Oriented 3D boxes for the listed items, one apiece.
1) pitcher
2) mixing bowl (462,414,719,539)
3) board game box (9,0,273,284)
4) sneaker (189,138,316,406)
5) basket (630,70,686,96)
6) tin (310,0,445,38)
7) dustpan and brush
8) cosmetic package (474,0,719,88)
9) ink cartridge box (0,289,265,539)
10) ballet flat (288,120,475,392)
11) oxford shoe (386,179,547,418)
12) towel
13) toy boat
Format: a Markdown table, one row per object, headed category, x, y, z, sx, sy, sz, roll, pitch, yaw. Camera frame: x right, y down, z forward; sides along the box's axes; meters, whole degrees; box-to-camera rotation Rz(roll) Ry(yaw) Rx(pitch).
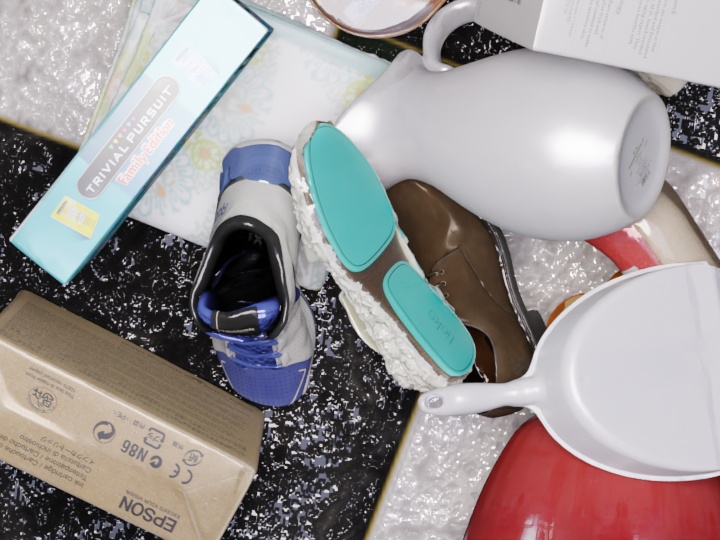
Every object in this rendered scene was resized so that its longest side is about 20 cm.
| category | x | y | z | sx | sy | sz | roll | pitch | yaw |
| --- | --- | --- | --- | --- | --- | --- | --- | --- | --- |
| pitcher | 0.104 | -0.107 | 1.148 | 0.199 | 0.121 | 0.172 | 12 | 63 | 33 |
| mixing bowl | 0.170 | 0.153 | 1.209 | 0.199 | 0.200 | 0.109 | 7 | 81 | -3 |
| board game box | -0.137 | -0.092 | 1.135 | 0.047 | 0.151 | 0.200 | 38 | 95 | -6 |
| sneaker | -0.078 | 0.024 | 1.176 | 0.080 | 0.115 | 0.200 | 7 | 128 | 8 |
| basket | 0.157 | -0.221 | 1.168 | 0.200 | 0.123 | 0.136 | 36 | 94 | -22 |
| tin | 0.041 | -0.251 | 1.228 | 0.112 | 0.042 | 0.200 | 44 | 93 | -10 |
| dustpan and brush | 0.138 | 0.073 | 1.126 | 0.199 | 0.057 | 0.140 | -5 | 81 | -16 |
| cosmetic package | 0.183 | -0.163 | 1.070 | 0.199 | 0.108 | 0.085 | 7 | 104 | -20 |
| ink cartridge box | -0.169 | 0.100 | 1.191 | 0.199 | 0.165 | 0.075 | 27 | 96 | -4 |
| ballet flat | 0.000 | 0.000 | 1.141 | 0.072 | 0.072 | 0.201 | -31 | 103 | 1 |
| oxford shoe | 0.061 | 0.009 | 1.210 | 0.073 | 0.084 | 0.201 | -36 | 81 | 43 |
| towel | -0.088 | -0.101 | 1.235 | 0.199 | 0.048 | 0.172 | 22 | 98 | -4 |
| toy boat | 0.187 | 0.019 | 1.222 | 0.130 | 0.131 | 0.200 | -33 | 96 | 12 |
